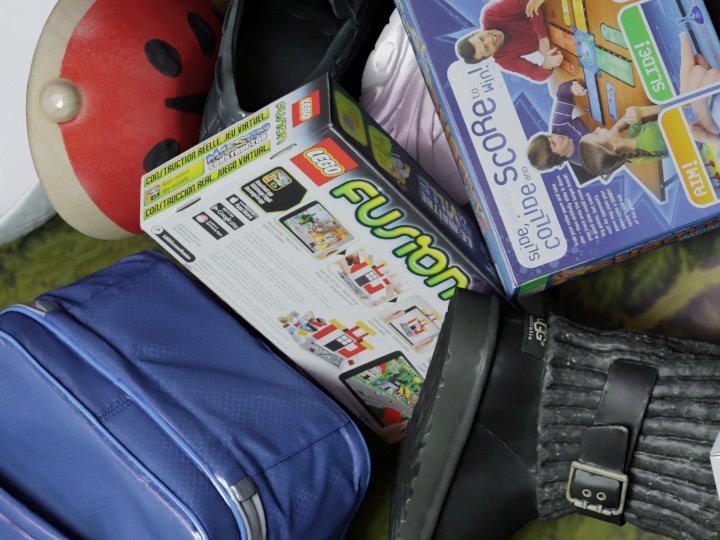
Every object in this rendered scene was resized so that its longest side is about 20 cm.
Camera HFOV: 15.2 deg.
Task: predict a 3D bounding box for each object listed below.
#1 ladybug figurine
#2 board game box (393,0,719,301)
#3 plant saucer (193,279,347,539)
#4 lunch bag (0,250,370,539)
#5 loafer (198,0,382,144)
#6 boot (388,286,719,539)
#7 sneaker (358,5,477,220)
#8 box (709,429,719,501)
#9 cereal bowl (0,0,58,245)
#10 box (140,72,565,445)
[{"bbox_3d":[-0.102,-0.082,1.319,0.072,0.200,0.137,4,98,17],"label":"ladybug figurine"},{"bbox_3d":[0.097,-0.102,1.270,0.135,0.034,0.201,-19,78,-4],"label":"board game box"},{"bbox_3d":[-0.084,0.099,1.377,0.199,0.029,0.201,9,105,33],"label":"plant saucer"},{"bbox_3d":[-0.114,0.093,1.287,0.200,0.132,0.136,38,130,21],"label":"lunch bag"},{"bbox_3d":[-0.027,-0.126,1.302,0.068,0.071,0.201,17,56,3],"label":"loafer"},{"bbox_3d":[0.098,0.107,1.279,0.157,0.080,0.212,12,132,-4],"label":"boot"},{"bbox_3d":[0.028,-0.040,1.319,0.099,0.078,0.201,32,105,20],"label":"sneaker"},{"bbox_3d":[0.269,0.056,1.126,0.199,0.177,0.097,0,128,26],"label":"box"},{"bbox_3d":[-0.201,-0.107,1.426,0.199,0.083,0.201,-1,88,32],"label":"cereal bowl"},{"bbox_3d":[0.000,0.000,1.272,0.110,0.200,0.035,-27,42,23],"label":"box"}]
